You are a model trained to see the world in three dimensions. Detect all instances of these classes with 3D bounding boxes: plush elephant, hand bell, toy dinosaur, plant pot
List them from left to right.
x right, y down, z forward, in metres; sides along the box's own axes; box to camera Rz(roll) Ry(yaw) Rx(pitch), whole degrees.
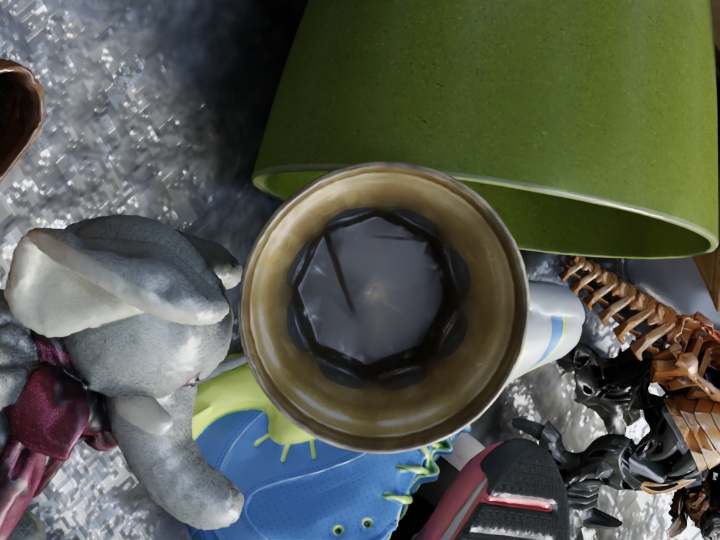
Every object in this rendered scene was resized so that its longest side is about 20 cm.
[{"bbox_3d":[-0.108,0.043,0.928,0.165,0.154,0.201,-45,126,-77],"label":"plush elephant"},{"bbox_3d":[0.000,0.000,1.003,0.104,0.200,0.104,-1,98,-5],"label":"hand bell"},{"bbox_3d":[0.062,-0.120,1.033,0.187,0.187,0.201,13,82,-42],"label":"plant pot"},{"bbox_3d":[0.151,0.065,1.166,0.102,0.136,0.200,-38,109,-47],"label":"toy dinosaur"}]

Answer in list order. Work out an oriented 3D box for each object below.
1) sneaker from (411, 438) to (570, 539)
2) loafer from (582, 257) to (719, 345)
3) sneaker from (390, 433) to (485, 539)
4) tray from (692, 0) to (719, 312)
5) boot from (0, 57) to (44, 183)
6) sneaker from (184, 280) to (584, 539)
[{"bbox_3d":[0.015,0.154,1.092,0.074,0.087,0.201,21,96,-44],"label":"sneaker"},{"bbox_3d":[0.186,0.017,1.234,0.200,0.072,0.073,22,91,-42],"label":"loafer"},{"bbox_3d":[0.037,0.153,1.155,0.112,0.073,0.200,-49,129,-16],"label":"sneaker"},{"bbox_3d":[0.158,-0.059,1.115,0.037,0.200,0.099,2,107,-1],"label":"tray"},{"bbox_3d":[-0.204,-0.017,0.838,0.200,0.155,0.077,-40,127,-23],"label":"boot"},{"bbox_3d":[0.009,0.073,1.064,0.199,0.076,0.105,-15,79,-12],"label":"sneaker"}]
